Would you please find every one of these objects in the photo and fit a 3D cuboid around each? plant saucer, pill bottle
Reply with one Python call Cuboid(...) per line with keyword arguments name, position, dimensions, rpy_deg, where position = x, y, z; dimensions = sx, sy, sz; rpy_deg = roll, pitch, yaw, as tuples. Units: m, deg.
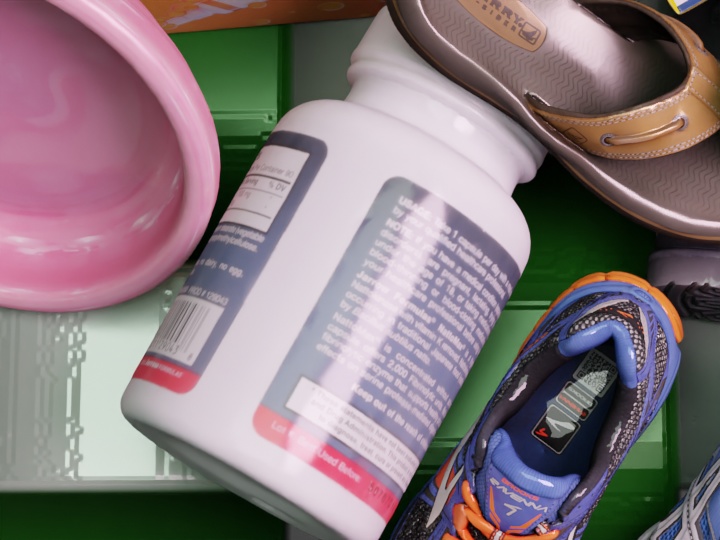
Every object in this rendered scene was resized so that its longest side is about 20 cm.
Cuboid(name="plant saucer", position=(-0.150, -0.068, 1.001), dimensions=(0.199, 0.201, 0.051), rpy_deg=(13, 48, 6))
Cuboid(name="pill bottle", position=(0.000, 0.000, 1.003), dimensions=(0.119, 0.120, 0.201), rpy_deg=(28, 80, 8))

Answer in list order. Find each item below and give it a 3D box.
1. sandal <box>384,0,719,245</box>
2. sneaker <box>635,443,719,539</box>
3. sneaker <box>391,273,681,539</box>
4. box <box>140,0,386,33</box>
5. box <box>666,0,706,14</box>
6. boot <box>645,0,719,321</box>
Cuboid(name="sandal", position=(0.102, -0.079, 0.963), dimensions=(0.199, 0.055, 0.082), rpy_deg=(35, 66, -11))
Cuboid(name="sneaker", position=(0.151, 0.111, 0.992), dimensions=(0.075, 0.077, 0.201), rpy_deg=(28, 81, 7))
Cuboid(name="sneaker", position=(0.059, 0.090, 0.983), dimensions=(0.075, 0.078, 0.201), rpy_deg=(27, 94, 9))
Cuboid(name="box", position=(-0.047, -0.167, 1.040), dimensions=(0.198, 0.124, 0.098), rpy_deg=(-5, 77, 2))
Cuboid(name="box", position=(0.106, -0.207, 0.989), dimensions=(0.070, 0.064, 0.201), rpy_deg=(-29, 98, 10))
Cuboid(name="boot", position=(0.211, -0.075, 1.043), dimensions=(0.164, 0.066, 0.201), rpy_deg=(9, 73, 3))
